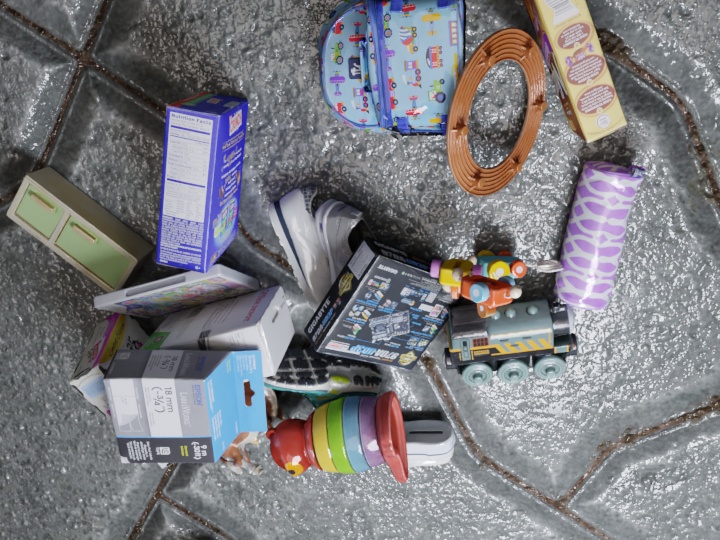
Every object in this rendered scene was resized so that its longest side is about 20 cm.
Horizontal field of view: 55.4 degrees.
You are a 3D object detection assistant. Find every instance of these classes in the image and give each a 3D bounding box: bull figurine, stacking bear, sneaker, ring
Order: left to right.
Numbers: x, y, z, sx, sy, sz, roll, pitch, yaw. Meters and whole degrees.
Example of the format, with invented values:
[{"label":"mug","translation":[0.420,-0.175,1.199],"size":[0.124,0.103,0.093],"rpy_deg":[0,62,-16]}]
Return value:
[{"label":"bull figurine","translation":[-0.169,0.233,1.081],"size":[0.121,0.065,0.202],"rpy_deg":[44,116,16]},{"label":"sneaker","translation":[-0.061,-0.018,0.989],"size":[0.079,0.077,0.204],"rpy_deg":[-23,108,-1]},{"label":"sneaker","translation":[-0.063,0.175,1.032],"size":[0.195,0.078,0.081],"rpy_deg":[12,123,-18]},{"label":"stacking bear","translation":[-0.038,0.245,0.994],"size":[0.194,0.116,0.123],"rpy_deg":[-11,136,11]},{"label":"sneaker","translation":[0.000,0.000,0.955],"size":[0.081,0.075,0.203],"rpy_deg":[13,138,47]},{"label":"sneaker","translation":[0.051,0.275,1.070],"size":[0.194,0.074,0.072],"rpy_deg":[2,126,15]},{"label":"ring","translation":[0.175,-0.191,0.847],"size":[0.019,0.197,0.206],"rpy_deg":[26,116,40]}]

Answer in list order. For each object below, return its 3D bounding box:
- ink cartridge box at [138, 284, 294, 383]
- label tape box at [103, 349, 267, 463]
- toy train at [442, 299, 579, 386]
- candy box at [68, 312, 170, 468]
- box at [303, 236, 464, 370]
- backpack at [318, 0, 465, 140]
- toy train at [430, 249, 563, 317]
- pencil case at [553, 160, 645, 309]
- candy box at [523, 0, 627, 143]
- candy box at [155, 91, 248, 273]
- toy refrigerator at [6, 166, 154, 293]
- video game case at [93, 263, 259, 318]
[{"label":"ink cartridge box","translation":[-0.207,0.106,1.007],"size":[0.194,0.147,0.086],"rpy_deg":[-14,108,12]},{"label":"label tape box","translation":[-0.228,0.183,0.919],"size":[0.193,0.064,0.148],"rpy_deg":[0,120,-1]},{"label":"toy train","translation":[0.209,0.097,0.968],"size":[0.194,0.086,0.116],"rpy_deg":[-7,130,10]},{"label":"candy box","translation":[-0.326,0.176,1.028],"size":[0.060,0.138,0.201],"rpy_deg":[-29,119,15]},{"label":"box","translation":[0.041,0.053,0.949],"size":[0.197,0.046,0.161],"rpy_deg":[16,115,-42]},{"label":"backpack","translation":[0.034,-0.259,0.861],"size":[0.194,0.135,0.188],"rpy_deg":[2,108,10]},{"label":"toy train","translation":[0.175,0.020,0.898],"size":[0.148,0.197,0.057],"rpy_deg":[16,109,40]},{"label":"pencil case","translation":[0.320,-0.048,0.923],"size":[0.083,0.084,0.206],"rpy_deg":[-3,114,-31]},{"label":"candy box","translation":[0.256,-0.267,0.836],"size":[0.055,0.117,0.204],"rpy_deg":[-23,104,14]},{"label":"candy box","translation":[-0.208,-0.124,0.918],"size":[0.075,0.170,0.206],"rpy_deg":[11,109,0]},{"label":"toy refrigerator","translation":[-0.416,-0.057,1.022],"size":[0.198,0.070,0.076],"rpy_deg":[39,110,-5]},{"label":"video game case","translation":[-0.262,0.033,0.998],"size":[0.194,0.143,0.019],"rpy_deg":[-14,78,12]}]
